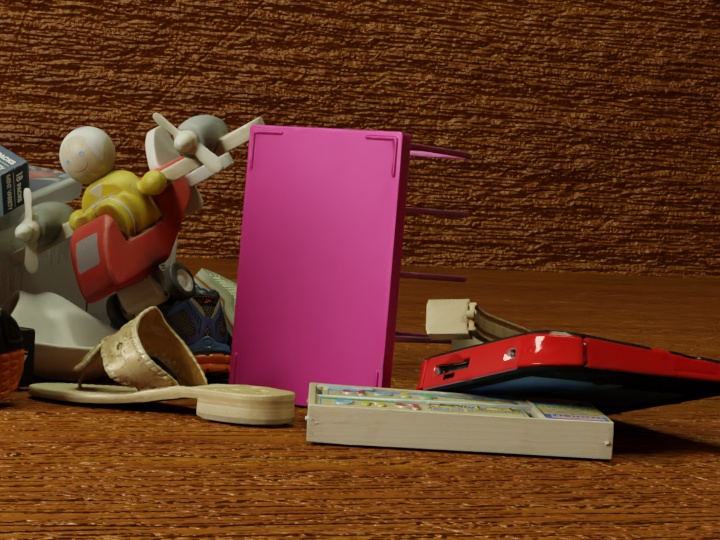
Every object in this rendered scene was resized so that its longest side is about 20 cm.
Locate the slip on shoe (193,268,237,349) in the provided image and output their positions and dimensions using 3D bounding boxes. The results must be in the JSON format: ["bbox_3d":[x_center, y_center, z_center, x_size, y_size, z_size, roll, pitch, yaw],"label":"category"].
[{"bbox_3d":[-0.104,0.056,1.801,0.074,0.062,0.200,24,7,-27],"label":"slip on shoe"}]

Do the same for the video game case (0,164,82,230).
[{"bbox_3d":[-0.355,-0.077,1.840,0.180,0.023,0.200,12,12,9],"label":"video game case"}]

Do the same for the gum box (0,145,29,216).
[{"bbox_3d":[-0.393,-0.065,1.701,0.169,0.045,0.200,29,45,29],"label":"gum box"}]

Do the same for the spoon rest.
[{"bbox_3d":[-0.247,0.049,1.689,0.098,0.061,0.200,2,2,-27],"label":"spoon rest"}]

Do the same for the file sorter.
[{"bbox_3d":[0.000,0.000,1.598,0.138,0.202,0.125,5,1,35],"label":"file sorter"}]

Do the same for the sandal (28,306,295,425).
[{"bbox_3d":[-0.136,0.061,1.483,0.210,0.070,0.077,5,3,30],"label":"sandal"}]

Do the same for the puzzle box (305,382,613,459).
[{"bbox_3d":[0.062,0.099,1.415,0.198,0.026,0.133,4,3,-2],"label":"puzzle box"}]

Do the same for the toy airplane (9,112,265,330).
[{"bbox_3d":[-0.183,-0.064,1.709,0.141,0.200,0.199,51,-16,-23],"label":"toy airplane"}]

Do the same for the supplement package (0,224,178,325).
[{"bbox_3d":[-0.272,0.013,1.858,0.199,0.115,0.109,2,4,-36],"label":"supplement package"}]

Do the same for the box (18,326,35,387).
[{"bbox_3d":[-0.360,0.056,1.569,0.199,0.045,0.159,6,4,45],"label":"box"}]

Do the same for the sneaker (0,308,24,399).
[{"bbox_3d":[-0.319,0.053,1.418,0.199,0.077,0.092,3,-2,-42],"label":"sneaker"}]

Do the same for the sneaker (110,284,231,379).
[{"bbox_3d":[-0.152,0.042,1.756,0.075,0.079,0.200,3,3,-28],"label":"sneaker"}]

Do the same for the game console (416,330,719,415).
[{"bbox_3d":[0.151,0.078,1.487,0.175,0.031,0.200,12,-13,-25],"label":"game console"}]

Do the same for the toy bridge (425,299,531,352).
[{"bbox_3d":[0.099,0.060,1.563,0.067,0.027,0.200,-1,-18,14],"label":"toy bridge"}]
